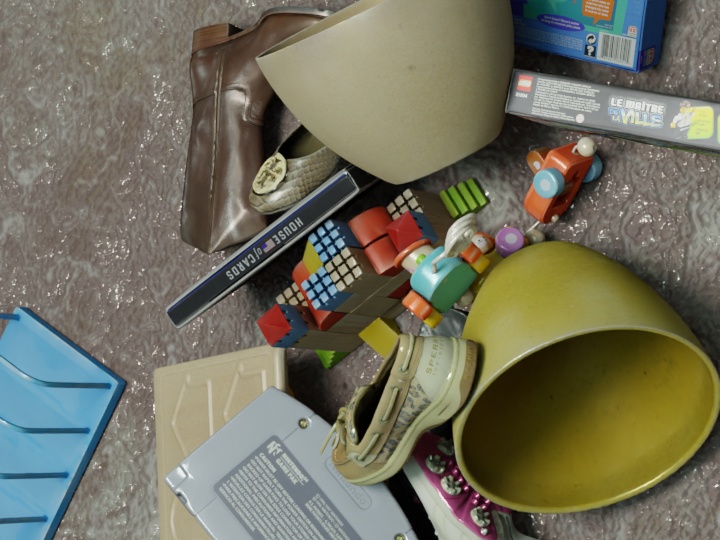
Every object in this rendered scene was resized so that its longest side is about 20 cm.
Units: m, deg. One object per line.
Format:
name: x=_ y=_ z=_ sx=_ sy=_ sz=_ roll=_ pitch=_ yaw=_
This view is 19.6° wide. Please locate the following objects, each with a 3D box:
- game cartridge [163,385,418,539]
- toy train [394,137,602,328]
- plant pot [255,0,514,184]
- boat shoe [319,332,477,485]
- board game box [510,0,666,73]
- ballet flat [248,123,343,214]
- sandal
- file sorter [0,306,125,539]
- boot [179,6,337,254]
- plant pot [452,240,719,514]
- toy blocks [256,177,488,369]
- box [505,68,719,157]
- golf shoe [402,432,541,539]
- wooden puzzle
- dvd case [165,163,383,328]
game cartridge: x=-0.042 y=0.196 z=1.628 sx=0.133 sy=0.042 sz=0.200 roll=-38 pitch=80 yaw=-11
toy train: x=0.097 y=-0.037 z=1.594 sx=0.056 sy=0.199 sz=0.151 roll=41 pitch=130 yaw=22
plant pot: x=0.039 y=-0.146 z=1.588 sx=0.199 sy=0.200 sz=0.135 roll=-22 pitch=100 yaw=27
boat shoe: x=0.018 y=0.096 z=1.535 sx=0.200 sy=0.062 sz=0.074 roll=130 pitch=153 yaw=-50
board game box: x=0.166 y=-0.266 z=1.602 sx=0.151 sy=0.045 sz=0.201 roll=17 pitch=114 yaw=27
ballet flat: x=-0.020 y=-0.125 z=1.690 sx=0.200 sy=0.046 sz=0.067 roll=-44 pitch=40 yaw=-9
sandal: x=0.054 y=0.130 z=1.671 sx=0.075 sy=0.048 sz=0.202 roll=7 pitch=94 yaw=32
file sorter: x=-0.331 y=0.150 z=1.858 sx=0.138 sy=0.122 sz=0.201 roll=33 pitch=102 yaw=28
boot: x=-0.079 y=-0.112 z=1.752 sx=0.186 sy=0.064 sz=0.202 roll=-8 pitch=74 yaw=44
plant pot: x=0.152 y=0.063 z=1.558 sx=0.200 sy=0.200 sz=0.142 roll=-39 pitch=40 yaw=22
toy blocks: x=0.000 y=0.000 z=1.664 sx=0.200 sy=0.136 sz=0.100 roll=-39 pitch=68 yaw=22
box: x=0.220 y=-0.113 z=1.559 sx=0.199 sy=0.110 sz=0.035 roll=13 pitch=93 yaw=31
golf shoe: x=0.089 y=0.217 z=1.616 sx=0.200 sy=0.075 sz=0.092 roll=50 pitch=123 yaw=7
wooden puzzle: x=-0.106 y=0.164 z=1.747 sx=0.199 sy=0.046 sz=0.187 roll=-15 pitch=74 yaw=51
dvd case: x=-0.055 y=-0.032 z=1.695 sx=0.200 sy=0.150 sz=0.025 roll=-36 pitch=90 yaw=24
